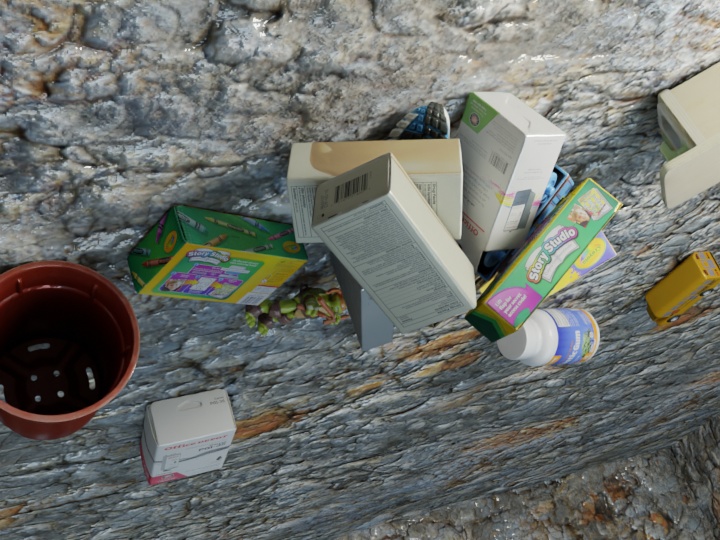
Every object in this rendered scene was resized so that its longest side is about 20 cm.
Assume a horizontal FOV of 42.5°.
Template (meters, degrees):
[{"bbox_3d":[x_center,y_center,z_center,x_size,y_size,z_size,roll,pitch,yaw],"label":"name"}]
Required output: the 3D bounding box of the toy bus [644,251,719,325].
[{"bbox_3d":[0.660,0.042,1.913,0.078,0.065,0.200,-5,150,-29],"label":"toy bus"}]

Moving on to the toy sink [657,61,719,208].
[{"bbox_3d":[0.479,-0.198,1.273,0.200,0.112,0.130,-31,153,8],"label":"toy sink"}]

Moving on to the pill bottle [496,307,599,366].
[{"bbox_3d":[0.365,0.131,1.815,0.199,0.112,0.112,0,147,-37],"label":"pill bottle"}]

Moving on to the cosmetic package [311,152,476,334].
[{"bbox_3d":[0.041,-0.026,1.047,0.103,0.073,0.200,-21,131,23],"label":"cosmetic package"}]

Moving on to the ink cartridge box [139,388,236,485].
[{"bbox_3d":[-0.316,0.303,1.676,0.146,0.083,0.200,-9,152,-22],"label":"ink cartridge box"}]

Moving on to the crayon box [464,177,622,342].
[{"bbox_3d":[0.223,-0.007,1.159,0.200,0.058,0.173,-49,176,-8],"label":"crayon box"}]

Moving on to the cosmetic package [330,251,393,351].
[{"bbox_3d":[0.000,0.000,1.253,0.052,0.151,0.200,-18,154,-9],"label":"cosmetic package"}]

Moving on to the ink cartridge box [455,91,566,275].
[{"bbox_3d":[0.162,-0.104,1.138,0.067,0.117,0.200,-6,128,-32],"label":"ink cartridge box"}]

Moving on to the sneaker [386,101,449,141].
[{"bbox_3d":[0.073,-0.135,1.162,0.087,0.075,0.200,-52,165,-44],"label":"sneaker"}]

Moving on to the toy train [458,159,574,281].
[{"bbox_3d":[0.204,-0.077,1.257,0.200,0.087,0.114,-54,156,7],"label":"toy train"}]

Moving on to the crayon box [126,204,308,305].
[{"bbox_3d":[-0.182,-0.015,1.195,0.200,0.058,0.119,9,141,-45],"label":"crayon box"}]

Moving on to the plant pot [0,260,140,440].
[{"bbox_3d":[-0.391,0.119,1.167,0.200,0.201,0.195,-8,159,-24],"label":"plant pot"}]

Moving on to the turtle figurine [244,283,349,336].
[{"bbox_3d":[-0.086,0.052,1.369,0.161,0.065,0.200,-10,172,12],"label":"turtle figurine"}]

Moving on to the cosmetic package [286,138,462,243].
[{"bbox_3d":[0.019,-0.093,1.084,0.199,0.071,0.105,0,134,3],"label":"cosmetic package"}]

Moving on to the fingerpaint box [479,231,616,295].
[{"bbox_3d":[0.278,-0.006,1.435,0.200,0.073,0.167,-32,-178,7],"label":"fingerpaint box"}]

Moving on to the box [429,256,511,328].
[{"bbox_3d":[0.154,0.027,1.412,0.163,0.021,0.200,-41,-179,-4],"label":"box"}]
